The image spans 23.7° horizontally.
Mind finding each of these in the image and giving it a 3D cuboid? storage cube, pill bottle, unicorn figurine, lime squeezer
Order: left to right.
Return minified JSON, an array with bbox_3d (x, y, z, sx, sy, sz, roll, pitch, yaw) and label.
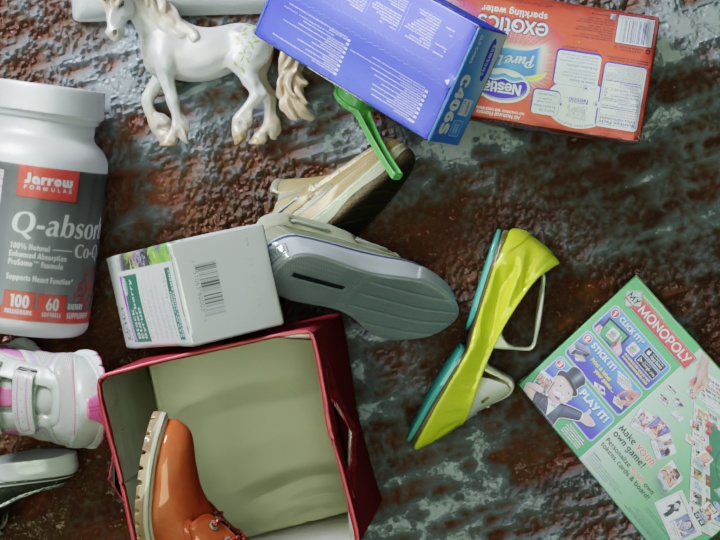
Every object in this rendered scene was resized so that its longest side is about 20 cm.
[{"bbox_3d":[-0.270,-0.052,1.416,0.114,0.116,0.203,8,94,6],"label":"pill bottle"},{"bbox_3d":[-0.141,-0.172,1.422,0.197,0.074,0.139,-3,96,-14],"label":"unicorn figurine"},{"bbox_3d":[-0.092,0.138,1.373,0.197,0.180,0.173,-13,91,8],"label":"storage cube"},{"bbox_3d":[0.005,-0.163,1.402,0.070,0.038,0.203,-15,74,38],"label":"lime squeezer"}]

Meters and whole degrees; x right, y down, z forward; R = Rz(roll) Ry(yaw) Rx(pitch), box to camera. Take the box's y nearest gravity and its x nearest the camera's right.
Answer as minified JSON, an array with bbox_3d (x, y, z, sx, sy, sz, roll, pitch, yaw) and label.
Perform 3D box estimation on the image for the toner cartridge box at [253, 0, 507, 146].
[{"bbox_3d":[0.012,-0.183,1.330,0.199,0.043,0.096,35,109,32],"label":"toner cartridge box"}]

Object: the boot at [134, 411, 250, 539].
[{"bbox_3d":[-0.111,0.199,1.257,0.106,0.075,0.203,-5,101,4],"label":"boot"}]

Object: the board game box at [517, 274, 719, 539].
[{"bbox_3d":[0.238,0.122,1.374,0.134,0.029,0.201,-42,66,6],"label":"board game box"}]

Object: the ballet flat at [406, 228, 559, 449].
[{"bbox_3d":[0.105,0.065,1.405,0.066,0.067,0.202,24,94,1],"label":"ballet flat"}]

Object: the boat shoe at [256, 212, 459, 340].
[{"bbox_3d":[0.000,0.000,1.376,0.072,0.199,0.062,-44,46,26],"label":"boat shoe"}]

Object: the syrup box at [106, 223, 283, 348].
[{"bbox_3d":[-0.135,0.015,1.358,0.081,0.200,0.080,-13,92,-23],"label":"syrup box"}]

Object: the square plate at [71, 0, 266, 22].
[{"bbox_3d":[-0.152,-0.314,1.434,0.195,0.028,0.203,-1,93,7],"label":"square plate"}]

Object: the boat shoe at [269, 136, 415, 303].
[{"bbox_3d":[-0.046,-0.050,1.418,0.200,0.072,0.076,-41,72,5],"label":"boat shoe"}]

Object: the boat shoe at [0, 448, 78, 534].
[{"bbox_3d":[-0.326,0.197,1.463,0.198,0.071,0.064,-14,90,15],"label":"boat shoe"}]

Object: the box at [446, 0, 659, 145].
[{"bbox_3d":[0.133,-0.164,1.373,0.197,0.095,0.101,9,93,7],"label":"box"}]

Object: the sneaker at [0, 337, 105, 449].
[{"bbox_3d":[-0.274,0.102,1.387,0.199,0.087,0.083,4,96,50],"label":"sneaker"}]
